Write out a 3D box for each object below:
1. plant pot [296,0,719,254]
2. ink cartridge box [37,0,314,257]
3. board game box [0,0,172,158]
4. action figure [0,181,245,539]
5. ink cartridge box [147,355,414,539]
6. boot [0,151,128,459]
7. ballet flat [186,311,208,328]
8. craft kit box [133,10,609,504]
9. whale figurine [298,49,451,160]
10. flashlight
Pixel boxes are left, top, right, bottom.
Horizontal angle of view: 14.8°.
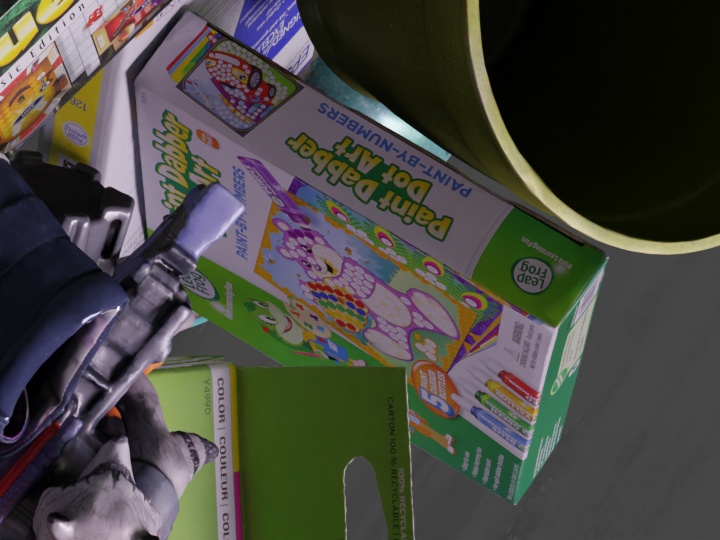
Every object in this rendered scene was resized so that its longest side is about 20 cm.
[{"bbox_3d":[0.073,-0.119,1.114,0.201,0.200,0.193,-57,-149,-11],"label":"plant pot"},{"bbox_3d":[-0.069,-0.109,1.194,0.198,0.047,0.200,-52,168,-38],"label":"ink cartridge box"},{"bbox_3d":[-0.128,-0.074,0.987,0.200,0.023,0.105,-45,164,-10],"label":"board game box"},{"bbox_3d":[-0.085,0.059,1.042,0.200,0.105,0.194,-47,-168,13],"label":"action figure"},{"bbox_3d":[-0.075,0.112,1.200,0.076,0.200,0.148,-3,90,-49],"label":"ink cartridge box"},{"bbox_3d":[-0.167,0.049,0.975,0.200,0.090,0.073,-51,164,26],"label":"boot"},{"bbox_3d":[-0.084,-0.013,1.352,0.074,0.074,0.200,-62,170,12],"label":"ballet flat"},{"bbox_3d":[0.000,0.000,1.161,0.049,0.197,0.200,-52,166,-21],"label":"craft kit box"},{"bbox_3d":[0.024,-0.122,1.386,0.200,0.104,0.159,-57,169,8],"label":"whale figurine"},{"bbox_3d":[-0.158,0.045,1.160,0.068,0.068,0.200,-16,135,-46],"label":"flashlight"}]
